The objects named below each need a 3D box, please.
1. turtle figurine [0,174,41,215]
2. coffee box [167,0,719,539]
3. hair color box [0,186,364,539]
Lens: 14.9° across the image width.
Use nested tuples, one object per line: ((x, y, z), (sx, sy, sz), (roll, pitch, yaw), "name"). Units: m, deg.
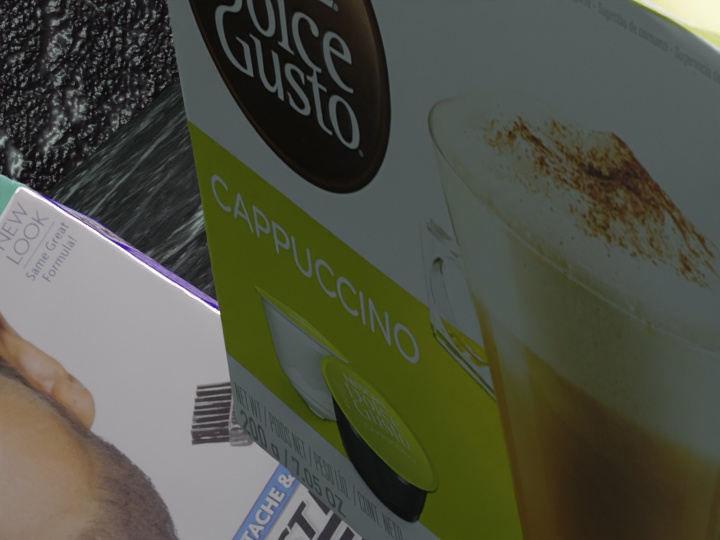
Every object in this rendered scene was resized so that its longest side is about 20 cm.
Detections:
((-0.099, 0.051, 1.146), (0.100, 0.200, 0.151), (-17, 54, 26), "turtle figurine")
((0.092, -0.038, 0.604), (0.199, 0.199, 0.199), (-28, 42, -26), "coffee box")
((-0.040, 0.074, 0.795), (0.110, 0.199, 0.065), (-58, -21, 0), "hair color box")
